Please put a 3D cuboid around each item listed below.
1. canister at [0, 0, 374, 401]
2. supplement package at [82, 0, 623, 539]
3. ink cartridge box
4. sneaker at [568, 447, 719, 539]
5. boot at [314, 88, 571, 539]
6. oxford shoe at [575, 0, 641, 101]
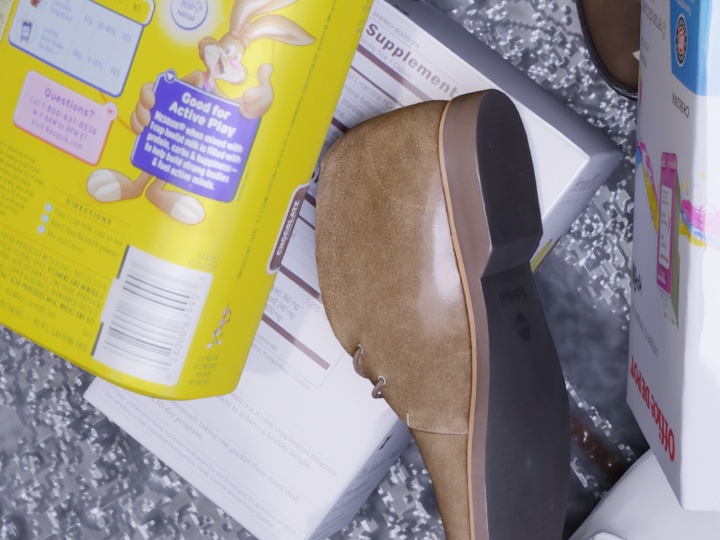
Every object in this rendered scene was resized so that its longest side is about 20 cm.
[{"bbox_3d":[-0.078,-0.069,1.052,0.148,0.087,0.200,27,105,26],"label":"canister"},{"bbox_3d":[0.000,0.000,1.142,0.109,0.114,0.200,38,101,8],"label":"supplement package"},{"bbox_3d":[0.151,-0.023,1.049,0.084,0.145,0.201,-1,103,-2],"label":"ink cartridge box"},{"bbox_3d":[0.085,0.138,1.085,0.073,0.071,0.200,28,76,34],"label":"sneaker"},{"bbox_3d":[0.031,0.037,1.055,0.075,0.074,0.201,-8,87,25],"label":"boot"},{"bbox_3d":[0.115,-0.166,1.118,0.072,0.084,0.201,4,97,10],"label":"oxford shoe"}]
